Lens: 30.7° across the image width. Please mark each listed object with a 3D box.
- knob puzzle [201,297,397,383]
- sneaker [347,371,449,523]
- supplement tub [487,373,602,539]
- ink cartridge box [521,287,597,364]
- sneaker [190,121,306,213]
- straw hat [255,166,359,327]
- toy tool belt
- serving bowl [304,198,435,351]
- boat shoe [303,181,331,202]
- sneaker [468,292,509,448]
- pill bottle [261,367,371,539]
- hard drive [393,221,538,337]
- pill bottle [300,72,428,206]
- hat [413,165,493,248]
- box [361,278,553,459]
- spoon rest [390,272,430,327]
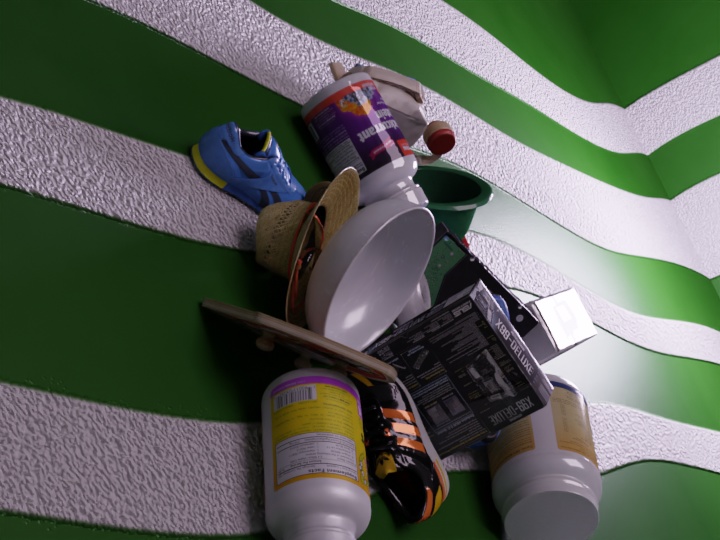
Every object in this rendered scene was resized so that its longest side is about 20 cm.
[{"bbox_3d":[-0.047,0.089,1.364,0.219,0.218,0.031,31,77,-45],"label":"knob puzzle"},{"bbox_3d":[0.032,0.192,1.482,0.201,0.070,0.090,59,21,-3],"label":"sneaker"},{"bbox_3d":[0.239,0.250,1.720,0.144,0.144,0.201,43,29,-30],"label":"supplement tub"},{"bbox_3d":[0.239,0.100,1.892,0.085,0.144,0.200,62,25,8],"label":"ink cartridge box"},{"bbox_3d":[-0.112,-0.119,1.565,0.199,0.078,0.066,29,35,-50],"label":"sneaker"},{"bbox_3d":[-0.078,-0.038,1.508,0.084,0.203,0.201,19,20,14],"label":"straw hat"},{"bbox_3d":[0.047,-0.249,1.953,0.198,0.125,0.124,14,38,-34],"label":"toy tool belt"},{"bbox_3d":[0.000,0.000,1.502,0.066,0.202,0.200,33,15,23],"label":"serving bowl"},{"bbox_3d":[-0.013,-0.018,1.646,0.203,0.071,0.066,65,13,-7],"label":"boat shoe"},{"bbox_3d":[0.169,0.130,1.689,0.078,0.089,0.203,7,84,-18],"label":"sneaker"},{"bbox_3d":[-0.044,0.202,1.285,0.104,0.104,0.201,38,33,-38],"label":"pill bottle"},{"bbox_3d":[0.123,0.049,1.735,0.200,0.140,0.038,42,10,-27],"label":"hard drive"},{"bbox_3d":[0.010,-0.159,1.800,0.201,0.111,0.111,61,24,6],"label":"pill bottle"},{"bbox_3d":[0.114,-0.047,1.961,0.197,0.178,0.166,0,26,-11],"label":"hat"},{"bbox_3d":[0.101,0.127,1.532,0.158,0.199,0.050,54,28,-7],"label":"box"},{"bbox_3d":[0.066,0.074,1.654,0.100,0.060,0.202,-69,144,-62],"label":"spoon rest"}]
